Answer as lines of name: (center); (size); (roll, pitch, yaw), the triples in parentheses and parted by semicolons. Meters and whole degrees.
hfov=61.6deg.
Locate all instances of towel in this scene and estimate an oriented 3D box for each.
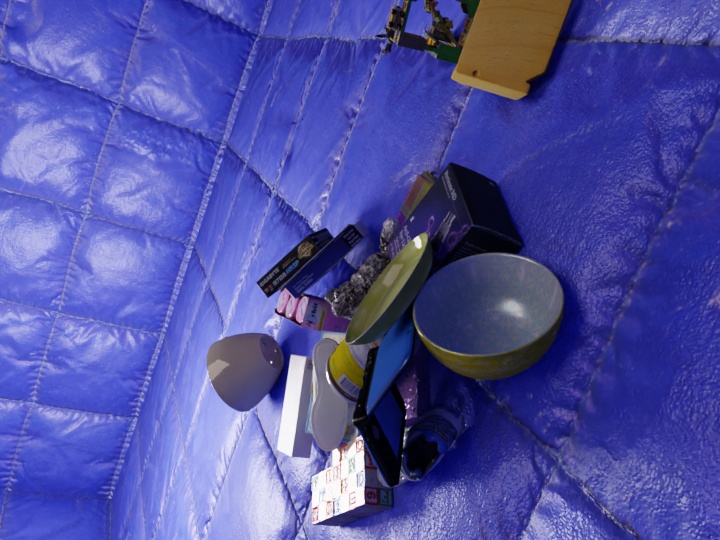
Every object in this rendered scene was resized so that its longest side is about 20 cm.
towel: (0.105, -0.079, 1.157); (0.204, 0.022, 0.144); (-65, 29, 20)

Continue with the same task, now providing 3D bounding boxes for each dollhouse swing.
dollhouse swing: (0.257, -0.394, 1.020); (0.178, 0.175, 0.205); (24, 98, 21)

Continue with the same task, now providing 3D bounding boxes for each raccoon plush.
raccoon plush: (0.000, 0.000, 1.144); (0.097, 0.130, 0.206); (-146, 53, -67)

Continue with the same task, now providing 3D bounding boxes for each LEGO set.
LEGO set: (0.132, -0.487, 1.165); (0.117, 0.194, 0.157); (-115, 28, -54)

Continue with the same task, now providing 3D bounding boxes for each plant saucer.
plant saucer: (0.047, 0.034, 0.896); (0.202, 0.031, 0.200); (-53, 8, 10)

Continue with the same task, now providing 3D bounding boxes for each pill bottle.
pill bottle: (0.029, 0.131, 1.030); (0.201, 0.107, 0.111); (-52, 34, 33)

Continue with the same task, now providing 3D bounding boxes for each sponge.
sponge: (0.076, 0.170, 1.070); (0.111, 0.029, 0.205); (-35, 46, 51)

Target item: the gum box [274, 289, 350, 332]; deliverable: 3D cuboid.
gum box: (-0.113, 0.092, 1.384); (0.199, 0.111, 0.068); (13, 86, 63)

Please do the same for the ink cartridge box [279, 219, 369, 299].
ink cartridge box: (-0.069, -0.023, 1.268); (0.199, 0.041, 0.200); (-42, 1, 10)

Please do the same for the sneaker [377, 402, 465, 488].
sneaker: (0.075, 0.282, 0.923); (0.201, 0.077, 0.085); (-55, -7, 35)

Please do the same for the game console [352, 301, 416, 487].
game console: (0.062, 0.165, 0.860); (0.116, 0.174, 0.201); (-23, 15, 16)

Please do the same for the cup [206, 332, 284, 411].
cup: (-0.284, 0.245, 1.582); (0.141, 0.200, 0.204); (-31, 44, 20)

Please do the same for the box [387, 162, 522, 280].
box: (0.144, -0.041, 0.971); (0.201, 0.102, 0.150); (-54, 32, 35)

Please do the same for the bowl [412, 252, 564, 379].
bowl: (0.175, 0.081, 0.816); (0.201, 0.196, 0.110); (-120, 10, -55)

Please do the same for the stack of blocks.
stack of blocks: (-0.020, 0.388, 1.104); (0.200, 0.057, 0.118); (-43, 40, 46)

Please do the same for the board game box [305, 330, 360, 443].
board game box: (-0.034, 0.227, 1.184); (0.132, 0.034, 0.206); (1, 77, 37)

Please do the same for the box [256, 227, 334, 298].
box: (-0.140, -0.022, 1.362); (0.158, 0.046, 0.200); (-41, 2, 12)

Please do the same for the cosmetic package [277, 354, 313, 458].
cosmetic package: (-0.127, 0.287, 1.291); (0.082, 0.050, 0.206); (-4, 75, 58)

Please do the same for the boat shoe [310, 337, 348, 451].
boat shoe: (-0.059, 0.231, 1.139); (0.060, 0.070, 0.208); (157, 111, -88)
